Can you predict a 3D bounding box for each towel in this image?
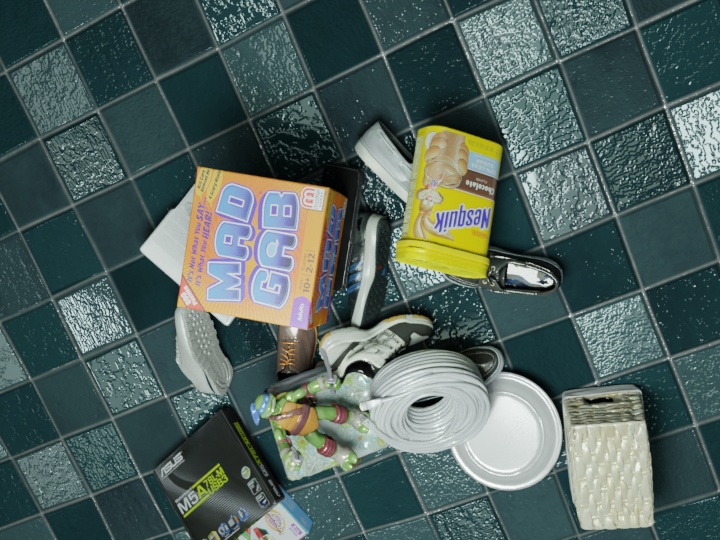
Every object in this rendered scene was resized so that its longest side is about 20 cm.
[{"bbox_3d":[-0.052,0.248,1.546,0.196,0.048,0.175,-17,105,-7],"label":"towel"}]

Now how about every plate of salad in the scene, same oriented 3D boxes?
[{"bbox_3d":[0.242,0.269,1.542,0.195,0.048,0.205,3,99,18],"label":"plate of salad"}]

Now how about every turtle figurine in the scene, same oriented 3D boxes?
[{"bbox_3d":[-0.062,0.244,1.430,0.192,0.147,0.198,27,140,-35],"label":"turtle figurine"}]

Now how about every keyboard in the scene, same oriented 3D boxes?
[{"bbox_3d":[-0.059,-0.074,1.501,0.125,0.020,0.205,14,99,29],"label":"keyboard"}]

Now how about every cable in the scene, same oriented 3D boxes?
[{"bbox_3d":[0.109,0.214,1.470,0.197,0.070,0.201,-27,130,13],"label":"cable"}]

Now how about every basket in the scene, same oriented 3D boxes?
[{"bbox_3d":[0.402,0.305,1.484,0.132,0.124,0.205,-6,104,12],"label":"basket"}]

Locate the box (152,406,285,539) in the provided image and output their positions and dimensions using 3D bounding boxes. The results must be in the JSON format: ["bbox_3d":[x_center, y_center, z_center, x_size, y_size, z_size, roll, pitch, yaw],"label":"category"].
[{"bbox_3d":[-0.258,0.385,1.651,0.199,0.047,0.195,-40,76,20],"label":"box"}]

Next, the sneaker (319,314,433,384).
[{"bbox_3d":[0.033,0.134,1.498,0.195,0.076,0.089,-14,62,-12],"label":"sneaker"}]

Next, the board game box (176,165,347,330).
[{"bbox_3d":[-0.141,-0.033,1.381,0.195,0.200,0.205,9,92,6],"label":"board game box"}]

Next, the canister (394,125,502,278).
[{"bbox_3d":[0.137,-0.103,1.389,0.146,0.086,0.205,12,83,-24],"label":"canister"}]

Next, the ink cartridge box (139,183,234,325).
[{"bbox_3d":[-0.247,-0.037,1.563,0.199,0.044,0.174,40,84,-2],"label":"ink cartridge box"}]

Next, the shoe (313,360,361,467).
[{"bbox_3d":[-0.041,0.250,1.602,0.068,0.053,0.204,-18,107,-9],"label":"shoe"}]

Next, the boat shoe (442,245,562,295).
[{"bbox_3d":[0.224,0.002,1.460,0.195,0.057,0.070,5,107,10],"label":"boat shoe"}]

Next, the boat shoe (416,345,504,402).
[{"bbox_3d":[0.143,0.177,1.525,0.196,0.056,0.070,-22,73,18],"label":"boat shoe"}]

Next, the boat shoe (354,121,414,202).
[{"bbox_3d":[0.082,-0.155,1.445,0.200,0.070,0.072,42,111,-1],"label":"boat shoe"}]

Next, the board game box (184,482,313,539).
[{"bbox_3d":[-0.208,0.479,1.702,0.199,0.040,0.153,-41,95,19],"label":"board game box"}]

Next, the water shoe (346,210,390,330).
[{"bbox_3d":[0.000,0.000,1.519,0.078,0.071,0.205,18,106,29],"label":"water shoe"}]

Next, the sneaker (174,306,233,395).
[{"bbox_3d":[-0.290,0.137,1.582,0.079,0.077,0.203,6,129,26],"label":"sneaker"}]

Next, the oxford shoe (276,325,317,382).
[{"bbox_3d":[-0.112,0.140,1.568,0.069,0.073,0.205,-1,105,12],"label":"oxford shoe"}]
